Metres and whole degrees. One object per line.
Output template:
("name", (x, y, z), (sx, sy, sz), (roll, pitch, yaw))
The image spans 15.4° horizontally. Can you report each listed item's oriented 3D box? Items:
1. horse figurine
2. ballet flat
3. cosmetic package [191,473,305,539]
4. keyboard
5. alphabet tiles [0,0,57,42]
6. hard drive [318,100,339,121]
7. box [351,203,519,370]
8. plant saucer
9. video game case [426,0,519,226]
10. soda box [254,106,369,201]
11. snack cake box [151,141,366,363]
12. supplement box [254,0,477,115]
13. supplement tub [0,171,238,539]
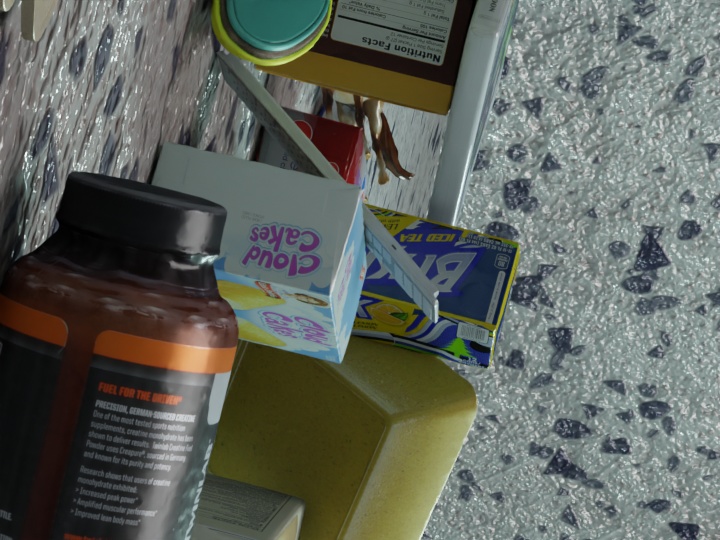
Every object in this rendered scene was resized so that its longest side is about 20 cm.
("horse figurine", (-0.002, -0.137, 2.135), (0.200, 0.050, 0.133), (57, 26, -66))
("ballet flat", (-0.049, -0.167, 1.539), (0.067, 0.067, 0.200), (-51, -165, 41))
("cosmetic package", (-0.100, 0.180, 1.697), (0.200, 0.105, 0.071), (-20, 124, -83))
("keyboard", (-0.019, -0.049, 1.576), (0.011, 0.200, 0.056), (-38, 170, -12))
("alphabet tiles", (-0.107, -0.193, 0.993), (0.196, 0.015, 0.200), (100, 6, -47))
("hard drive", (-0.045, -0.028, 2.225), (0.132, 0.025, 0.201), (-68, 170, -62))
("box", (0.000, 0.000, 1.750), (0.064, 0.199, 0.070), (95, 11, -62))
("plant saucer", (-0.036, 0.114, 1.811), (0.048, 0.200, 0.201), (-14, 134, -49))
("video game case", (0.083, -0.140, 1.781), (0.182, 0.023, 0.200), (-72, 175, -45))
("soda box", (-0.035, -0.064, 1.953), (0.200, 0.070, 0.064), (76, 30, -81))
("snack cake box", (-0.059, -0.007, 1.537), (0.200, 0.115, 0.067), (83, 22, -77))
("supplement box", (0.026, -0.229, 1.793), (0.197, 0.132, 0.201), (-60, 164, -76))
("supplement tub", (-0.113, 0.062, 1.137), (0.107, 0.106, 0.201), (-35, 139, -83))
